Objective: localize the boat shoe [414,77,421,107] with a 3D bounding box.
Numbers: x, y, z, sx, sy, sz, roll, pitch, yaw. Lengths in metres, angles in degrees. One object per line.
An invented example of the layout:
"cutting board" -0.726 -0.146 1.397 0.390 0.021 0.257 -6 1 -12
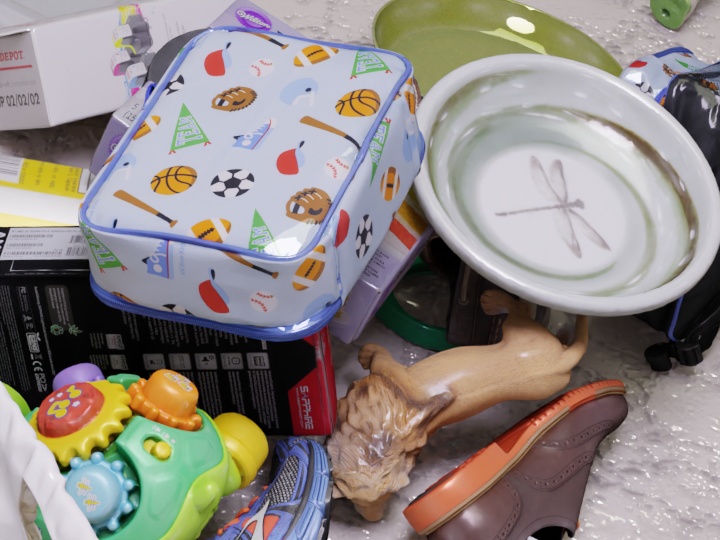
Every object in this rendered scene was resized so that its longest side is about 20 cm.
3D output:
"boat shoe" -0.044 -0.098 1.611 0.199 0.072 0.076 -16 92 -22

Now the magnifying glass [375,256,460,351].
"magnifying glass" 0.000 0.000 1.567 0.199 0.022 0.080 23 40 9

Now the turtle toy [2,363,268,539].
"turtle toy" -0.156 0.108 1.302 0.199 0.101 0.146 1 40 37

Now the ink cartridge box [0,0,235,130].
"ink cartridge box" -0.187 -0.138 1.599 0.199 0.068 0.115 -16 9 -31

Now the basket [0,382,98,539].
"basket" -0.233 0.184 1.162 0.199 0.161 0.198 -14 46 -29

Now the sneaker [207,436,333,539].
"sneaker" -0.061 0.160 1.314 0.078 0.076 0.200 12 37 4

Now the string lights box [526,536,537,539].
"string lights box" 0.101 0.241 1.272 0.102 0.059 0.200 22 39 9

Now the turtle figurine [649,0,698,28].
"turtle figurine" 0.288 -0.295 1.887 0.194 0.144 0.200 -40 18 -25

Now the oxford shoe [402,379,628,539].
"oxford shoe" 0.105 0.127 1.422 0.200 0.071 0.073 -31 84 -44

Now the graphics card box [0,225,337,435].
"graphics card box" -0.117 0.035 1.369 0.199 0.126 0.051 -2 39 7

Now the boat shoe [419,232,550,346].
"boat shoe" 0.076 -0.027 1.546 0.073 0.075 0.201 4 43 -10

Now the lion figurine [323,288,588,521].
"lion figurine" 0.063 0.067 1.417 0.199 0.073 0.123 -30 16 3

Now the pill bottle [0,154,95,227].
"pill bottle" -0.163 -0.004 1.448 0.199 0.113 0.113 9 39 -5

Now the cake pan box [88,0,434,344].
"cake pan box" -0.044 -0.068 1.454 0.199 0.052 0.184 34 36 6

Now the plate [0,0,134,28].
"plate" -0.227 -0.219 1.754 0.199 0.032 0.200 27 41 17

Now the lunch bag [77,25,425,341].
"lunch bag" -0.060 -0.054 1.313 0.159 0.076 0.200 9 43 21

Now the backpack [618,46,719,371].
"backpack" 0.237 -0.059 1.591 0.154 0.201 0.190 40 33 28

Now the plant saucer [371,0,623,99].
"plant saucer" 0.100 -0.140 1.742 0.199 0.031 0.200 12 34 -8

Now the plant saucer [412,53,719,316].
"plant saucer" 0.118 -0.042 1.450 0.199 0.050 0.201 10 49 -12
